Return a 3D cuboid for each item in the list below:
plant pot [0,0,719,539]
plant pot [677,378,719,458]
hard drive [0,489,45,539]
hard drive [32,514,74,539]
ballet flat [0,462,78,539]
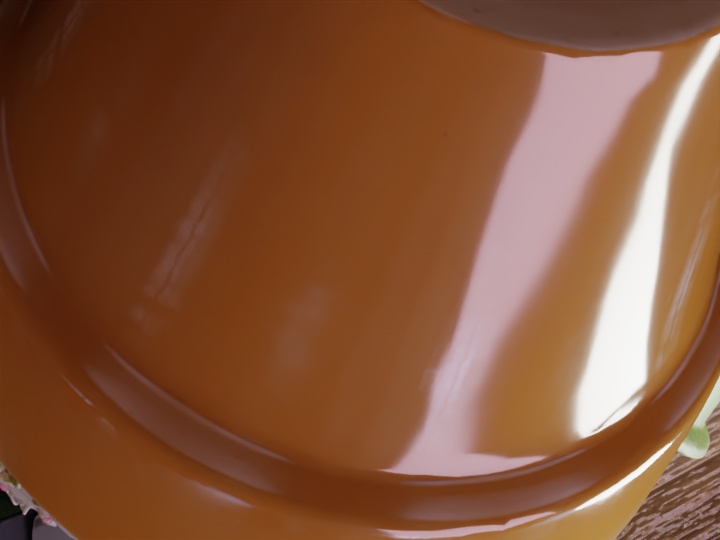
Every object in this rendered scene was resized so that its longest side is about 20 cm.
[{"bbox_3d":[0.012,-0.045,0.673,0.199,0.201,0.184,-25,158,-30],"label":"plant pot"},{"bbox_3d":[0.115,-0.076,0.968,0.190,0.200,0.200,-43,172,10],"label":"plant pot"},{"bbox_3d":[-0.177,0.076,0.973,0.199,0.038,0.140,6,-169,24],"label":"hard drive"},{"bbox_3d":[0.001,0.066,0.959,0.131,0.027,0.200,10,-158,23],"label":"hard drive"},{"bbox_3d":[-0.062,0.052,0.824,0.075,0.064,0.200,-18,173,-17],"label":"ballet flat"}]
